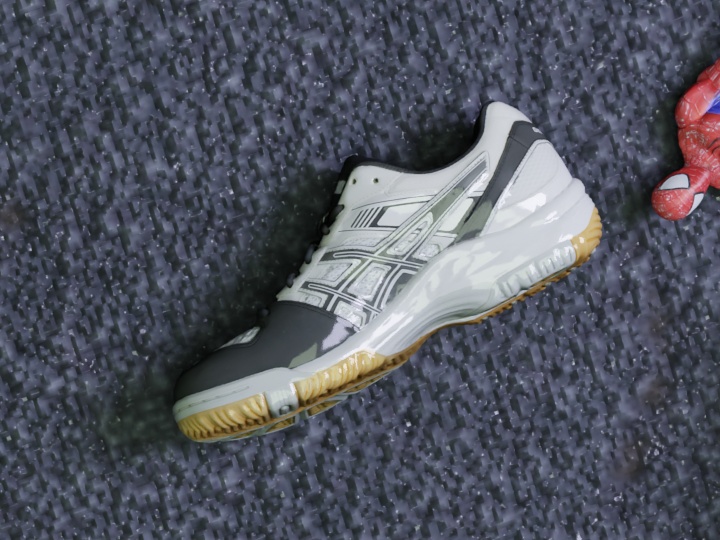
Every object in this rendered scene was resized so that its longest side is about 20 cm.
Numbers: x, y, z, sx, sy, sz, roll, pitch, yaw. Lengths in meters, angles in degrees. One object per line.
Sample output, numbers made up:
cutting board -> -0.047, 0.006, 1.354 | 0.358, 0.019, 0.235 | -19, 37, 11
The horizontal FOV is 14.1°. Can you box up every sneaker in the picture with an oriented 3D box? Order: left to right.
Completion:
sneaker -> 0.000, 0.000, 1.238 | 0.199, 0.076, 0.088 | -29, 84, -8

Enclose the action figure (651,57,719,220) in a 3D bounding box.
action figure -> 0.200, -0.094, 1.266 | 0.200, 0.052, 0.065 | -44, 105, 0
